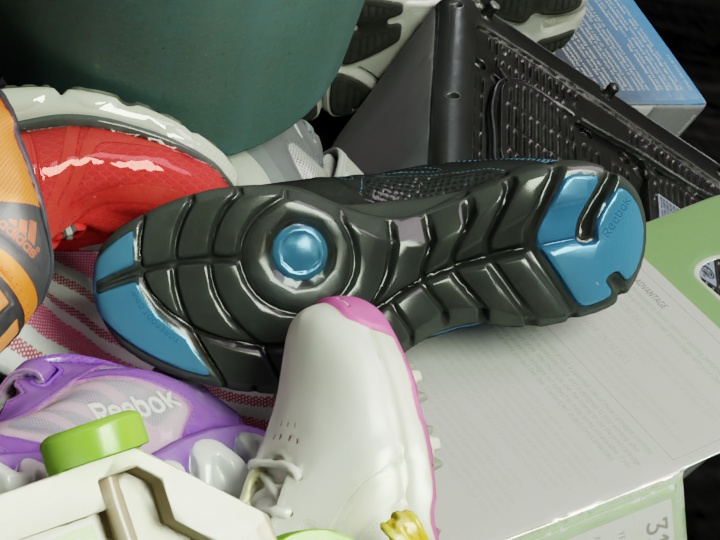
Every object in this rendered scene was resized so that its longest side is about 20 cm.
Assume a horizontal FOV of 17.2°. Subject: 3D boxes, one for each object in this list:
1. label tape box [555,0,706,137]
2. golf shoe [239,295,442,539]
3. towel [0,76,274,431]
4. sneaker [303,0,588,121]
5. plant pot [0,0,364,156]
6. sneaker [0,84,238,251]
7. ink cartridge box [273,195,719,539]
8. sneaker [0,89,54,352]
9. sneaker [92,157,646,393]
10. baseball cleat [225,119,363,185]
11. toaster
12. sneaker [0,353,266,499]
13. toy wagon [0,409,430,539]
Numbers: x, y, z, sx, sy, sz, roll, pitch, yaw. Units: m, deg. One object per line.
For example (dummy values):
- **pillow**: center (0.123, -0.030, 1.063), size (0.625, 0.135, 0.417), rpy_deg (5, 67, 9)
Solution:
- **label tape box**: center (0.069, -0.120, 1.232), size (0.199, 0.063, 0.145), rpy_deg (-4, 54, -48)
- **golf shoe**: center (-0.024, 0.108, 0.766), size (0.091, 0.075, 0.201), rpy_deg (3, 85, -27)
- **towel**: center (-0.084, -0.006, 0.951), size (0.146, 0.030, 0.201), rpy_deg (26, 35, -24)
- **sneaker**: center (0.004, -0.126, 1.106), size (0.199, 0.081, 0.084), rpy_deg (-8, 48, -18)
- **plant pot**: center (-0.064, -0.153, 0.859), size (0.199, 0.196, 0.201), rpy_deg (4, 58, -6)
- **sneaker**: center (-0.139, -0.014, 0.845), size (0.199, 0.077, 0.085), rpy_deg (2, 56, -19)
- **ink cartridge box**: center (0.083, 0.050, 0.870), size (0.199, 0.048, 0.146), rpy_deg (-18, 34, -16)
- **sneaker**: center (-0.182, -0.031, 0.766), size (0.200, 0.078, 0.112), rpy_deg (37, 52, 16)
- **sneaker**: center (0.000, 0.000, 0.863), size (0.199, 0.074, 0.082), rpy_deg (-5, 6, -14)
- **baseball cleat**: center (-0.052, -0.064, 0.980), size (0.106, 0.070, 0.201), rpy_deg (17, 49, -40)
- **toaster**: center (0.080, 0.004, 1.036), size (0.180, 0.119, 0.201), rpy_deg (30, 32, -18)
- **sneaker**: center (-0.105, 0.069, 0.796), size (0.200, 0.081, 0.089), rpy_deg (-1, 42, -51)
- **toy wagon**: center (-0.067, 0.122, 0.702), size (0.199, 0.040, 0.156), rpy_deg (-18, 88, -23)
